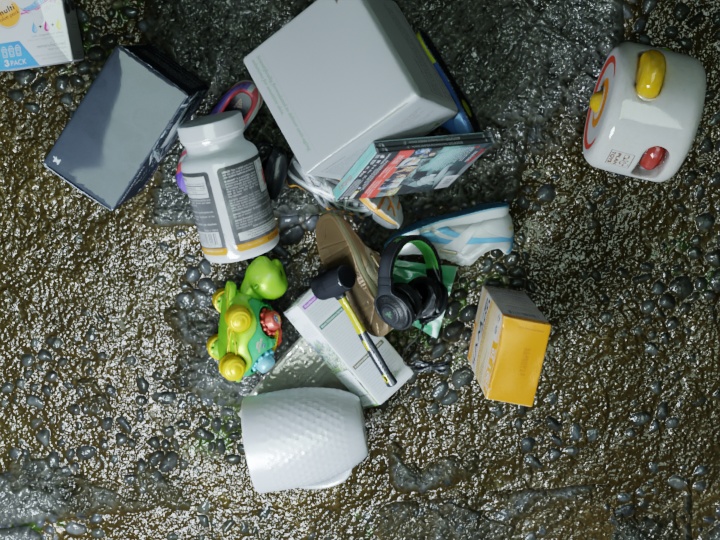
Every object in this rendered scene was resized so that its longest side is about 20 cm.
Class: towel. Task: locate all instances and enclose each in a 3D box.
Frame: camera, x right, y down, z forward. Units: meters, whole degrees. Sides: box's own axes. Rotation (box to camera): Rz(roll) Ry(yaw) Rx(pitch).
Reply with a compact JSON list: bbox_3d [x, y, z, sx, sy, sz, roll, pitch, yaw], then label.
[{"bbox_3d":[-0.089,0.195,1.695,0.132,0.034,0.200,41,99,-8],"label":"towel"}]

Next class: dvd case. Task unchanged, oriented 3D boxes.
[{"bbox_3d":[0.075,-0.149,1.527,0.199,0.146,0.022,-8,70,-28],"label":"dvd case"}]

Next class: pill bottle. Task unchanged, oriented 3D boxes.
[{"bbox_3d":[-0.193,-0.121,1.532,0.116,0.116,0.201,-11,107,4],"label":"pill bottle"}]

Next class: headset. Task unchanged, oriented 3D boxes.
[{"bbox_3d":[0.086,0.049,1.544,0.094,0.123,0.201,2,99,42],"label":"headset"}]

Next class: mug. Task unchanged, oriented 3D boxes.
[{"bbox_3d":[-0.076,0.268,1.630,0.174,0.148,0.201,-10,132,2],"label":"mug"}]

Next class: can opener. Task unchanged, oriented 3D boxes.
[{"bbox_3d":[-0.162,-0.103,1.623,0.063,0.079,0.201,18,111,-10],"label":"can opener"}]

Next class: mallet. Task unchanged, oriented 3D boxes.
[{"bbox_3d":[-0.009,0.087,1.580,0.066,0.041,0.201,-13,108,41],"label":"mallet"}]

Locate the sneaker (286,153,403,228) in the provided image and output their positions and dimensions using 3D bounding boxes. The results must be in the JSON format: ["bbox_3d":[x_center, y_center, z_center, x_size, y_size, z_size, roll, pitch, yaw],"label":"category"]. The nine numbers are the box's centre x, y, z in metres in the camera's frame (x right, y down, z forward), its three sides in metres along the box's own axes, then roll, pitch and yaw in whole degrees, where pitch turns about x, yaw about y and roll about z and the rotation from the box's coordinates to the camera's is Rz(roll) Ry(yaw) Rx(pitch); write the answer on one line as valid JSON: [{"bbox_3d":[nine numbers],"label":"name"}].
[{"bbox_3d":[-0.023,-0.121,1.614,0.199,0.078,0.077,34,125,-8],"label":"sneaker"}]

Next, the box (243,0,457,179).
[{"bbox_3d":[-0.011,-0.259,1.486,0.199,0.171,0.200,-33,78,19],"label":"box"}]

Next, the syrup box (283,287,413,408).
[{"bbox_3d":[-0.020,0.110,1.630,0.081,0.079,0.200,-40,93,-22],"label":"syrup box"}]

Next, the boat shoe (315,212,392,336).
[{"bbox_3d":[0.000,0.000,1.595,0.071,0.064,0.201,-21,98,46],"label":"boat shoe"}]

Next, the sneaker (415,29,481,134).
[{"bbox_3d":[0.110,-0.255,1.585,0.078,0.066,0.201,-31,99,18],"label":"sneaker"}]

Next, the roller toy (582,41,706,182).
[{"bbox_3d":[0.395,-0.226,1.515,0.139,0.200,0.184,13,108,0],"label":"roller toy"}]

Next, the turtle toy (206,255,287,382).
[{"bbox_3d":[-0.168,0.076,1.629,0.100,0.146,0.201,5,102,-20],"label":"turtle toy"}]

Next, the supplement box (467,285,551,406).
[{"bbox_3d":[0.216,0.107,1.582,0.073,0.200,0.127,10,101,-4],"label":"supplement box"}]

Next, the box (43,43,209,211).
[{"bbox_3d":[-0.332,-0.212,1.535,0.124,0.197,0.200,35,101,-5],"label":"box"}]

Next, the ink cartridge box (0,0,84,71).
[{"bbox_3d":[-0.487,-0.402,1.566,0.114,0.068,0.201,-8,101,3],"label":"ink cartridge box"}]

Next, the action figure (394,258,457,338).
[{"bbox_3d":[0.040,0.018,1.644,0.199,0.055,0.119,17,103,5],"label":"action figure"}]

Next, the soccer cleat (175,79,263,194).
[{"bbox_3d":[-0.217,-0.198,1.596,0.068,0.073,0.200,36,100,-7],"label":"soccer cleat"}]

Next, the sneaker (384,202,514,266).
[{"bbox_3d":[0.135,-0.044,1.617,0.199,0.077,0.081,-12,101,6],"label":"sneaker"}]
